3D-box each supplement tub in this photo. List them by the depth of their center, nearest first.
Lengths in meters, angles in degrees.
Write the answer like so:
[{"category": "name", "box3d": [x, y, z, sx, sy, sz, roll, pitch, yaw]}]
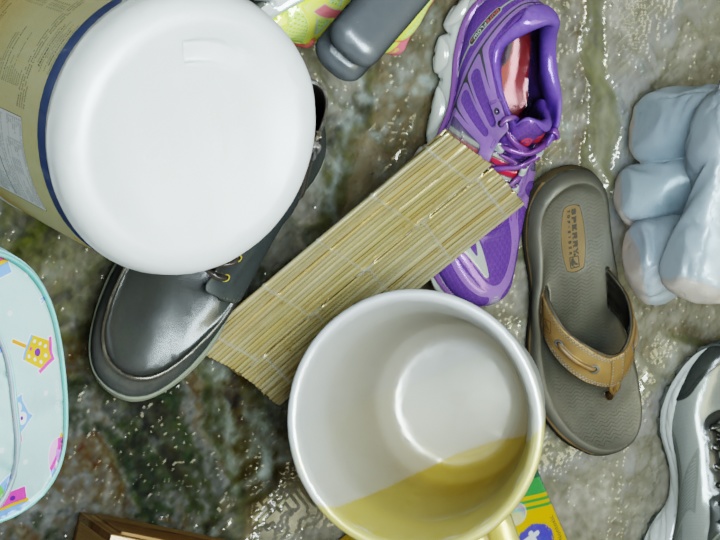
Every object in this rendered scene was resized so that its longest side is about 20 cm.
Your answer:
[{"category": "supplement tub", "box3d": [-0.128, -0.087, 1.175, 0.144, 0.200, 0.145, -9, 108, -29]}]

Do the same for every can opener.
[{"category": "can opener", "box3d": [0.034, -0.196, 1.264, 0.067, 0.053, 0.200, 42, 68, -6]}]

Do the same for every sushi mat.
[{"category": "sushi mat", "box3d": [0.000, 0.000, 1.337, 0.200, 0.012, 0.096, -40, 138, 9]}]

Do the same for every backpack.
[{"category": "backpack", "box3d": [-0.249, 0.064, 1.178, 0.199, 0.153, 0.177, -15, 106, -34]}]

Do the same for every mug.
[{"category": "mug", "box3d": [0.043, 0.102, 1.352, 0.148, 0.153, 0.188, 11, 94, 12]}]

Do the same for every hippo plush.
[{"category": "hippo plush", "box3d": [0.265, -0.058, 1.438, 0.160, 0.159, 0.201, 13, 106, -21]}]

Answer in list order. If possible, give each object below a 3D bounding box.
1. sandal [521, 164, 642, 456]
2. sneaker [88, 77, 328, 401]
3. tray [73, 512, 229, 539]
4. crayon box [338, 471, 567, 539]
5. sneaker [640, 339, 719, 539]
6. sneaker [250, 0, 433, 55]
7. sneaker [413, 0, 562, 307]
[{"category": "sandal", "box3d": [0.151, 0.031, 1.467, 0.081, 0.055, 0.201, -15, 111, -27]}, {"category": "sneaker", "box3d": [-0.088, -0.023, 1.264, 0.075, 0.106, 0.201, 32, 77, 2]}, {"category": "tray", "box3d": [-0.062, 0.180, 1.318, 0.199, 0.099, 0.037, 13, 87, -17]}, {"category": "crayon box", "box3d": [0.042, 0.211, 1.453, 0.200, 0.052, 0.126, -35, 119, -18]}, {"category": "sneaker", "box3d": [0.245, 0.145, 1.543, 0.074, 0.079, 0.201, 0, 102, -30]}, {"category": "sneaker", "box3d": [-0.005, -0.156, 1.307, 0.199, 0.078, 0.091, -31, 120, -21]}, {"category": "sneaker", "box3d": [0.080, -0.071, 1.378, 0.080, 0.083, 0.201, -4, 106, -30]}]
